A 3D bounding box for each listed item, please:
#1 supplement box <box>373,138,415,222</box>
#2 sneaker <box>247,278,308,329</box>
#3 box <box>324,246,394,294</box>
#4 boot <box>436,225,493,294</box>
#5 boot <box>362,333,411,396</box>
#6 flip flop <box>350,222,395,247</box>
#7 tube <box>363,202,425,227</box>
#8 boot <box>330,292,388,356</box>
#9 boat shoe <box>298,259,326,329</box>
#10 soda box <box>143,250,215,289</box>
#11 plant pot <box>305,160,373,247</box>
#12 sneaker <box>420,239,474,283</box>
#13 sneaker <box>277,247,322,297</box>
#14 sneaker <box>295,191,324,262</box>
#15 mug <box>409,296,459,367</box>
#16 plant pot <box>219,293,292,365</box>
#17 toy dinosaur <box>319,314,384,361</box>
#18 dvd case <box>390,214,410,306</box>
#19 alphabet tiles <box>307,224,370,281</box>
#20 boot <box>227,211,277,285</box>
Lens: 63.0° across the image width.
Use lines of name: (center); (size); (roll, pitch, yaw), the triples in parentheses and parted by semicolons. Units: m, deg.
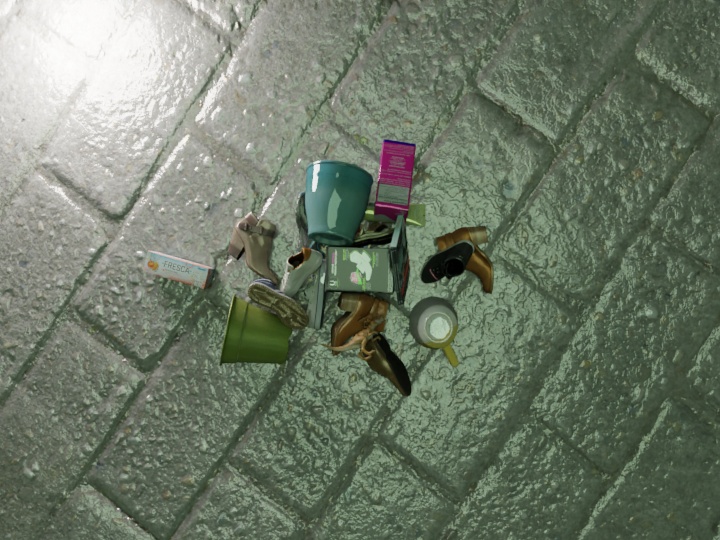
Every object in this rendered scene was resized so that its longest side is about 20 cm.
supplement box: (0.097, -0.252, 1.677); (0.099, 0.102, 0.208); (9, 74, 2)
sneaker: (-0.233, 0.090, 1.678); (0.197, 0.109, 0.071); (35, 93, -14)
box: (0.000, 0.000, 1.675); (0.192, 0.149, 0.130); (2, 89, 2)
boot: (0.306, -0.021, 1.710); (0.150, 0.077, 0.208); (-12, 99, 9)
boot: (0.079, 0.288, 1.731); (0.075, 0.073, 0.203); (-34, 89, 27)
flip flop: (0.037, -0.109, 1.719); (0.192, 0.081, 0.060); (-10, 74, 2)
tube: (0.096, -0.167, 1.730); (0.192, 0.052, 0.060); (3, 104, 1)
boot: (-0.004, 0.168, 1.724); (0.149, 0.074, 0.207); (10, 110, -16)
boat shoe: (-0.143, 0.066, 1.728); (0.083, 0.075, 0.210); (9, 103, 6)
soda box: (-0.536, -0.002, 1.745); (0.193, 0.068, 0.066); (17, 90, 2)
plant pot: (-0.071, -0.176, 1.641); (0.192, 0.201, 0.195); (9, 77, 2)
sneaker: (0.231, -0.006, 1.660); (0.071, 0.100, 0.198); (47, 128, -8)
sneaker: (-0.199, 0.003, 1.699); (0.083, 0.074, 0.200); (24, 120, -36)
sneaker: (-0.147, -0.128, 1.729); (0.079, 0.073, 0.208); (-3, 99, 6)
mug: (0.229, 0.164, 1.671); (0.183, 0.153, 0.153); (30, 90, 2)
plant pot: (-0.294, 0.187, 1.689); (0.183, 0.200, 0.208); (12, 90, -9)
toy dinosaur: (-0.007, 0.207, 1.681); (0.196, 0.061, 0.108); (-33, 70, -5)
dvd case: (0.113, -0.028, 1.637); (0.021, 0.148, 0.205); (1, 129, 13)
alphabet tiles: (-0.059, -0.047, 1.756); (0.161, 0.008, 0.208); (14, 90, 3)
boot: (-0.294, -0.072, 1.739); (0.197, 0.070, 0.149); (35, 83, -5)
